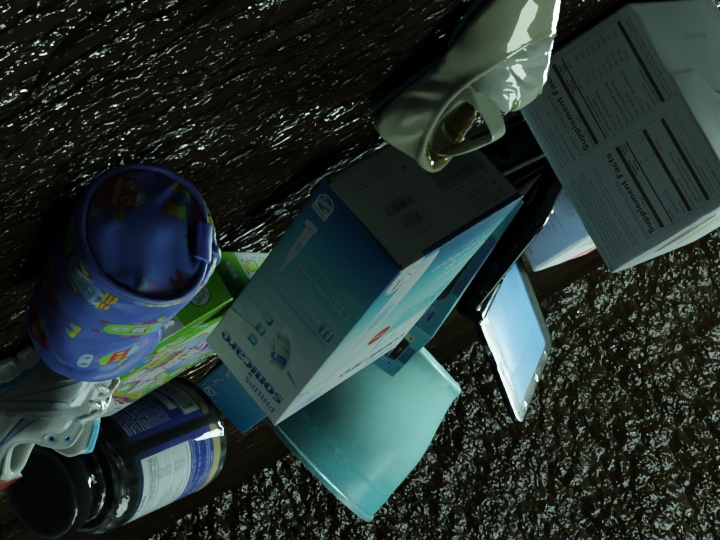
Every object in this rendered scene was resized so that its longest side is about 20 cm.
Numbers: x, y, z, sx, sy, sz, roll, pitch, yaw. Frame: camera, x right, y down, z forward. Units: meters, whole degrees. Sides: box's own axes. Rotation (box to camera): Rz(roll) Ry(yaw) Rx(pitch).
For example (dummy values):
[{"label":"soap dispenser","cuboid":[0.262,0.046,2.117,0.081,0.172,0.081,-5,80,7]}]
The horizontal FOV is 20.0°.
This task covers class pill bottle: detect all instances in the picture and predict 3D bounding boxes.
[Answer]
[{"label":"pill bottle","cuboid":[-0.221,0.171,1.844,0.112,0.112,0.199,-34,171,36]}]

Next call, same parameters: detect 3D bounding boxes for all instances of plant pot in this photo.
[{"label":"plant pot","cuboid":[0.008,0.155,2.387,0.188,0.200,0.200,-44,172,2]}]

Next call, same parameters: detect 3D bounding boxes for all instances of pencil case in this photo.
[{"label":"pencil case","cuboid":[-0.134,0.006,1.151,0.086,0.079,0.200,4,163,-15]}]

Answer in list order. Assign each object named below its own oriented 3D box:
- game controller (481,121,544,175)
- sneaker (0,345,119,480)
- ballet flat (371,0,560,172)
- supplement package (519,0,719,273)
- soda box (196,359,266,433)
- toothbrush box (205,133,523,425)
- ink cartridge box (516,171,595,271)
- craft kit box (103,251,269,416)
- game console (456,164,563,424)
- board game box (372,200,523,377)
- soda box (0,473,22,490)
[{"label":"game controller","cuboid":[0.110,-0.083,1.648,0.199,0.042,0.104,-26,172,-24]},{"label":"sneaker","cuboid":[-0.191,0.078,1.413,0.199,0.087,0.075,-34,170,23]},{"label":"ballet flat","cuboid":[0.074,-0.113,1.199,0.069,0.070,0.200,-25,171,-31]},{"label":"supplement package","cuboid":[0.221,-0.102,1.487,0.111,0.157,0.200,-32,173,28]},{"label":"soda box","cuboid":[-0.071,0.078,1.899,0.064,0.068,0.200,-46,-175,-38]},{"label":"toothbrush box","cuboid":[0.000,0.000,1.443,0.146,0.085,0.200,-30,166,-45]},{"label":"ink cartridge box","cuboid":[0.256,-0.089,2.013,0.199,0.085,0.145,-31,173,28]},{"label":"craft kit box","cuboid":[-0.155,0.051,1.548,0.197,0.049,0.200,-34,172,12]},{"label":"game console","cuboid":[0.167,0.012,1.884,0.176,0.116,0.200,-52,-178,25]},{"label":"board game box","cuboid":[0.070,0.009,1.866,0.151,0.047,0.200,-55,180,-15]},{"label":"soda box","cuboid":[-0.352,0.178,1.564,0.199,0.064,0.070,-33,171,33]}]
